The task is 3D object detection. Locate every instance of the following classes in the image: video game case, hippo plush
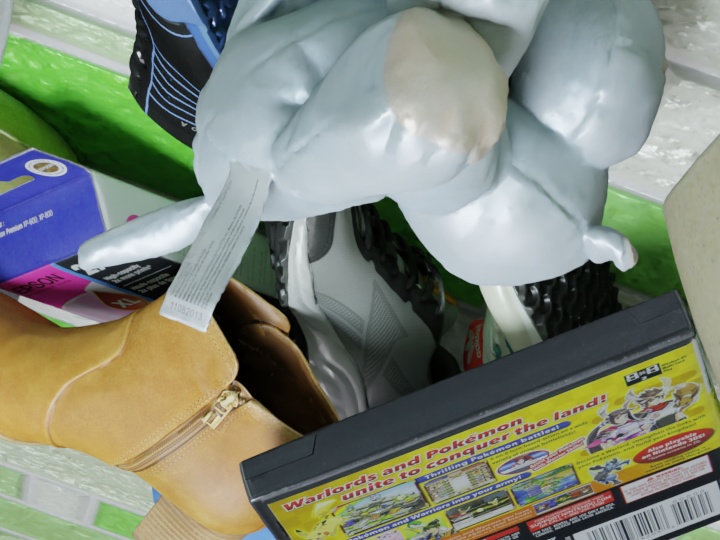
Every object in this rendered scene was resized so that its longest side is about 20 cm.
[{"bbox_3d":[0.065,0.095,1.126,0.199,0.026,0.181,-21,148,4],"label":"video game case"},{"bbox_3d":[0.038,-0.049,0.863,0.160,0.201,0.159,24,-179,-34],"label":"hippo plush"}]

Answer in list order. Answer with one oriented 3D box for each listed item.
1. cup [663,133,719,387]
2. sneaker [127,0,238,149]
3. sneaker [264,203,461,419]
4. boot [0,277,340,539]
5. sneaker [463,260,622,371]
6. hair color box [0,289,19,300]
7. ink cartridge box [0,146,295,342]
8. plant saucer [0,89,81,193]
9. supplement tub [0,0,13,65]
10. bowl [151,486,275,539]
[{"bbox_3d":[0.187,-0.009,0.854,0.143,0.200,0.200,45,160,8],"label":"cup"},{"bbox_3d":[-0.062,-0.090,0.983,0.077,0.071,0.200,3,154,23],"label":"sneaker"},{"bbox_3d":[0.000,0.000,1.151,0.079,0.074,0.201,-12,141,3],"label":"sneaker"},{"bbox_3d":[-0.105,0.037,1.146,0.201,0.071,0.144,42,133,3],"label":"boot"},{"bbox_3d":[0.078,0.034,1.162,0.093,0.071,0.200,-2,154,29],"label":"sneaker"},{"bbox_3d":[-0.259,0.040,1.348,0.065,0.110,0.199,24,170,-32],"label":"hair color box"},{"bbox_3d":[-0.103,-0.003,1.212,0.199,0.037,0.094,23,151,-37],"label":"ink cartridge box"},{"bbox_3d":[-0.214,-0.061,1.231,0.199,0.031,0.200,16,158,7],"label":"plant saucer"},{"bbox_3d":[-0.249,-0.107,1.021,0.199,0.123,0.123,16,159,4],"label":"supplement tub"},{"bbox_3d":[-0.005,0.090,1.267,0.199,0.040,0.201,-2,-167,0],"label":"bowl"}]
